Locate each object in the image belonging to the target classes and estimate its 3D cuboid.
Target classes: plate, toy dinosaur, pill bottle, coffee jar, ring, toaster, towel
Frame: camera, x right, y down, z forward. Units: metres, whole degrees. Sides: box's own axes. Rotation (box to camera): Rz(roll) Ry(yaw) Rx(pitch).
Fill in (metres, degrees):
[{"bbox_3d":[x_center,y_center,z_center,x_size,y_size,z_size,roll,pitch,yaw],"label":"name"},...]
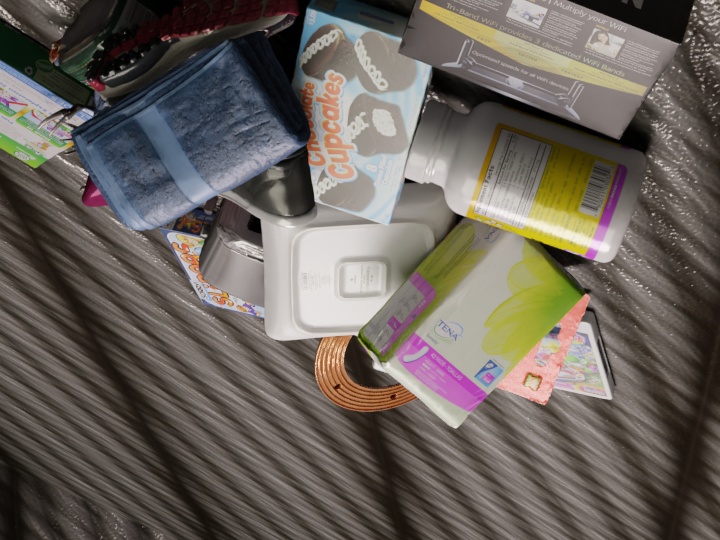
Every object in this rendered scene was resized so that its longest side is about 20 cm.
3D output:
[{"bbox_3d":[0.000,0.000,1.646,0.198,0.032,0.200,-3,132,-4],"label":"plate"},{"bbox_3d":[-0.251,-0.156,1.634,0.105,0.199,0.183,27,125,34],"label":"toy dinosaur"},{"bbox_3d":[0.143,-0.085,1.431,0.199,0.105,0.104,19,157,4],"label":"pill bottle"},{"bbox_3d":[-0.175,-0.178,1.515,0.200,0.086,0.104,35,146,-29],"label":"coffee jar"},{"bbox_3d":[0.038,0.079,1.830,0.200,0.200,0.019,46,-172,-45],"label":"ring"},{"bbox_3d":[-0.074,-0.025,1.734,0.199,0.114,0.129,20,155,-2],"label":"toaster"},{"bbox_3d":[-0.144,-0.112,1.366,0.199,0.049,0.112,-26,100,27],"label":"towel"}]

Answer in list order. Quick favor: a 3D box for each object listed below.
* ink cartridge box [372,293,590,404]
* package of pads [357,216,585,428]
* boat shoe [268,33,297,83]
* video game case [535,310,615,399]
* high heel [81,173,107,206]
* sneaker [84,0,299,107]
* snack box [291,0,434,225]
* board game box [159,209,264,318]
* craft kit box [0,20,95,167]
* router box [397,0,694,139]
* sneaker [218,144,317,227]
[{"bbox_3d":[0.127,0.066,1.747,0.199,0.050,0.163,20,124,4],"label":"ink cartridge box"},{"bbox_3d":[0.110,0.042,1.635,0.154,0.200,0.068,41,-177,-41],"label":"package of pads"},{"bbox_3d":[-0.063,-0.161,1.490,0.067,0.072,0.200,1,143,41],"label":"boat shoe"},{"bbox_3d":[0.210,0.086,1.861,0.142,0.018,0.200,11,155,22],"label":"video game case"},{"bbox_3d":[-0.197,-0.101,1.621,0.068,0.096,0.200,53,-159,22],"label":"high heel"},{"bbox_3d":[-0.138,-0.193,1.402,0.199,0.081,0.075,-21,129,23],"label":"sneaker"},{"bbox_3d":[-0.005,-0.140,1.424,0.115,0.037,0.201,18,132,5],"label":"snack box"},{"bbox_3d":[-0.149,-0.004,1.939,0.134,0.035,0.200,13,156,18],"label":"board game box"},{"bbox_3d":[-0.381,-0.194,1.709,0.199,0.049,0.197,32,152,-25],"label":"craft kit box"},{"bbox_3d":[0.140,-0.192,1.265,0.199,0.052,0.157,21,156,-1],"label":"router box"},{"bbox_3d":[-0.118,-0.119,1.443,0.199,0.071,0.100,24,127,29],"label":"sneaker"}]
